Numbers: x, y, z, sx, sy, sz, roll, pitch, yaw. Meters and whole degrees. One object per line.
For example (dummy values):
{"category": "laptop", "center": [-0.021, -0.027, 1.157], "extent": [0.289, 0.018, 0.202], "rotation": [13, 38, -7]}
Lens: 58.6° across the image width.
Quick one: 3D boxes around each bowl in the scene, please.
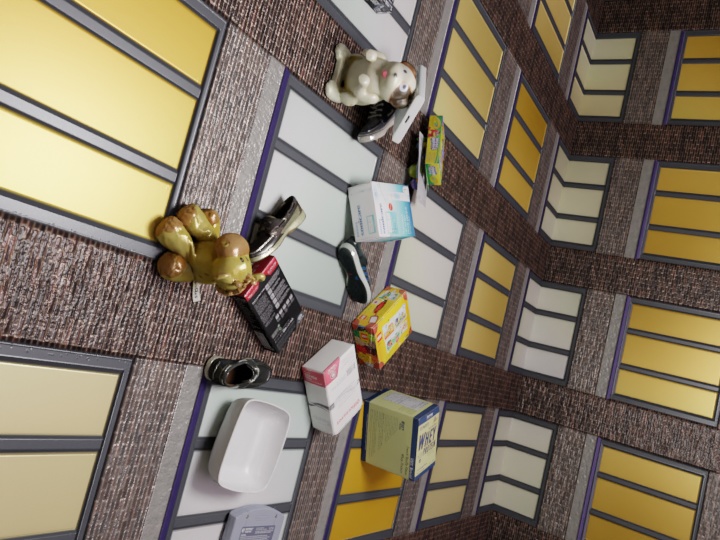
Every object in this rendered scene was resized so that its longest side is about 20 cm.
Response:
{"category": "bowl", "center": [-0.260, 0.393, 1.461], "extent": [0.199, 0.073, 0.204], "rotation": [39, 66, -54]}

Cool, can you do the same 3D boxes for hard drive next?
{"category": "hard drive", "center": [0.124, -0.424, 1.624], "extent": [0.133, 0.026, 0.202], "rotation": [-57, -165, 35]}

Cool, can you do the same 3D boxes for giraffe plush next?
{"category": "giraffe plush", "center": [-0.277, -0.019, 1.232], "extent": [0.172, 0.159, 0.204], "rotation": [-41, 131, -44]}

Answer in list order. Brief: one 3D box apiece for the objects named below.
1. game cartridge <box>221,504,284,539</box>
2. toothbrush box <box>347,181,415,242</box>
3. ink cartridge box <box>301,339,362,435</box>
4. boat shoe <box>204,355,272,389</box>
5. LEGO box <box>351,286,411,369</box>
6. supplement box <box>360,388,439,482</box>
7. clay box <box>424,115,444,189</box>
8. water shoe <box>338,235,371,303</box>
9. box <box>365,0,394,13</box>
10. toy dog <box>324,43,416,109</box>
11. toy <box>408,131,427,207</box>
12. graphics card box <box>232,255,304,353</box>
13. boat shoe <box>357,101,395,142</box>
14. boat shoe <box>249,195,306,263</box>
{"category": "game cartridge", "center": [-0.265, 0.641, 1.562], "extent": [0.199, 0.040, 0.136], "rotation": [32, 75, -56]}
{"category": "toothbrush box", "center": [0.060, -0.158, 1.758], "extent": [0.198, 0.084, 0.150], "rotation": [-3, 84, -56]}
{"category": "ink cartridge box", "center": [-0.072, 0.312, 1.721], "extent": [0.145, 0.083, 0.204], "rotation": [-38, 127, -46]}
{"category": "boat shoe", "center": [-0.257, 0.233, 1.427], "extent": [0.199, 0.066, 0.074], "rotation": [21, 80, -59]}
{"category": "LEGO box", "center": [0.067, 0.168, 1.903], "extent": [0.200, 0.076, 0.152], "rotation": [-42, 132, -43]}
{"category": "supplement box", "center": [0.121, 0.499, 1.970], "extent": [0.133, 0.196, 0.205], "rotation": [-14, 110, -54]}
{"category": "clay box", "center": [0.229, -0.356, 1.964], "extent": [0.115, 0.046, 0.205], "rotation": [67, 27, -63]}
{"category": "water shoe", "center": [0.000, 0.000, 1.756], "extent": [0.079, 0.070, 0.203], "rotation": [-51, 138, -39]}
{"category": "box", "center": [0.030, -0.766, 1.601], "extent": [0.199, 0.049, 0.162], "rotation": [17, 85, -58]}
{"category": "toy dog", "center": [0.039, -0.453, 1.568], "extent": [0.194, 0.197, 0.142], "rotation": [39, 67, -53]}
{"category": "toy", "center": [0.174, -0.306, 1.956], "extent": [0.115, 0.046, 0.205], "rotation": [25, 70, -68]}
{"category": "graphics card box", "center": [-0.208, 0.078, 1.473], "extent": [0.126, 0.050, 0.202], "rotation": [-56, 140, -32]}
{"category": "boat shoe", "center": [0.041, -0.417, 1.711], "extent": [0.200, 0.073, 0.094], "rotation": [-51, 132, -49]}
{"category": "boat shoe", "center": [-0.199, -0.094, 1.430], "extent": [0.201, 0.072, 0.066], "rotation": [-53, 128, -41]}
